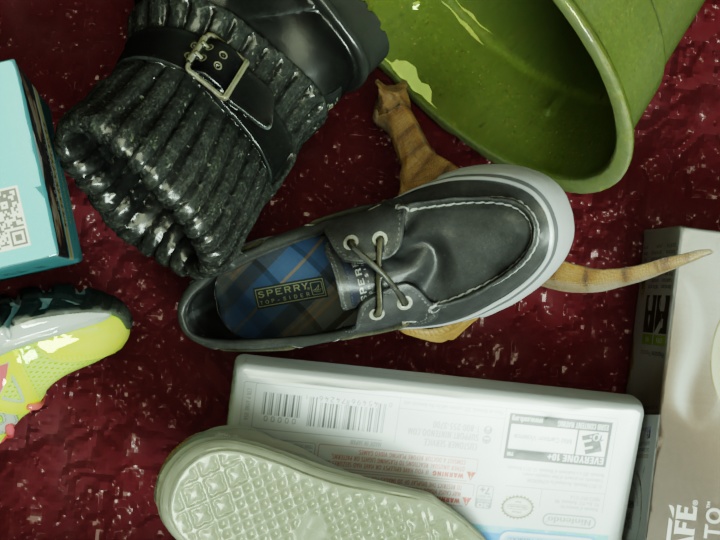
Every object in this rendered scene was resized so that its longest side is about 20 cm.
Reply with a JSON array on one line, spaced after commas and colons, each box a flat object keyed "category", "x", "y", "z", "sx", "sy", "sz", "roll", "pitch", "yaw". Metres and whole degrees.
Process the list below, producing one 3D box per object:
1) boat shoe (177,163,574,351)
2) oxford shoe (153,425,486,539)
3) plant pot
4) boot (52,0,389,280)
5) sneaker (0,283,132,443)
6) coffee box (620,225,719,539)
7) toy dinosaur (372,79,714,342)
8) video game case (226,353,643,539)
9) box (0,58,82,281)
[{"category": "boat shoe", "x": 0.000, "y": 0.000, "z": 0.865, "sx": 0.199, "sy": 0.066, "sz": 0.071, "roll": -9, "pitch": 98, "yaw": 30}, {"category": "oxford shoe", "x": -0.012, "y": 0.123, "z": 0.870, "sx": 0.199, "sy": 0.058, "sz": 0.076, "roll": 27, "pitch": 89, "yaw": -26}, {"category": "plant pot", "x": 0.106, "y": -0.173, "z": 0.882, "sx": 0.200, "sy": 0.200, "sz": 0.190, "roll": 45, "pitch": 73, "yaw": -4}, {"category": "boot", "x": -0.100, "y": -0.116, "z": 0.876, "sx": 0.211, "sy": 0.079, "sz": 0.158, "roll": 43, "pitch": 67, "yaw": -5}, {"category": "sneaker", "x": -0.194, "y": 0.074, "z": 0.896, "sx": 0.199, "sy": 0.078, "sz": 0.091, "roll": -25, "pitch": 100, "yaw": 0}, {"category": "coffee box", "x": 0.189, "y": 0.086, "z": 0.928, "sx": 0.113, "sy": 0.080, "sz": 0.202, "roll": 8, "pitch": 89, "yaw": -6}, {"category": "toy dinosaur", "x": 0.058, "y": -0.015, "z": 0.889, "sx": 0.060, "sy": 0.107, "sz": 0.200, "roll": -21, "pitch": 50, "yaw": -42}, {"category": "video game case", "x": 0.027, "y": 0.139, "z": 0.916, "sx": 0.198, "sy": 0.024, "sz": 0.184, "roll": 6, "pitch": 105, "yaw": -6}, {"category": "box", "x": -0.159, "y": -0.039, "z": 0.830, "sx": 0.049, "sy": 0.200, "sz": 0.083, "roll": -13, "pitch": 91, "yaw": -6}]
